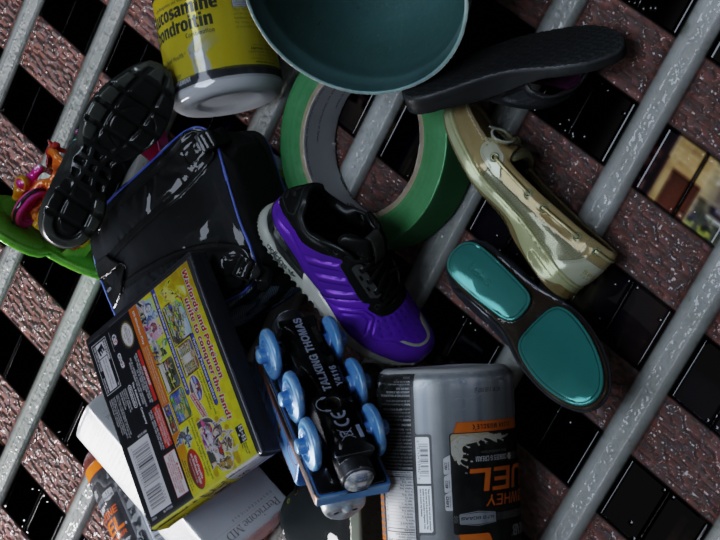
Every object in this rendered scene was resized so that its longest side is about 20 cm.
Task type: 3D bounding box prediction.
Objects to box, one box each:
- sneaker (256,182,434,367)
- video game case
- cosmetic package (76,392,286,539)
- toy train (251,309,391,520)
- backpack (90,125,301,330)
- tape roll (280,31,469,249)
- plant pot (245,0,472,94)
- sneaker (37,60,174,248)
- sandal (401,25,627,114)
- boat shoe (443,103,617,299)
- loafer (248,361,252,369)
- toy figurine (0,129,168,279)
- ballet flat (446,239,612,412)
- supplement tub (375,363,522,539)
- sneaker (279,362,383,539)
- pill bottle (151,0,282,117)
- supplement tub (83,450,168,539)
[{"bbox_3d":[0.000,0.000,1.578,0.200,0.070,0.100,44,141,-4],"label":"sneaker"},{"bbox_3d":[-0.166,0.112,1.616,0.181,0.025,0.200,-37,66,39],"label":"video game case"},{"bbox_3d":[-0.173,0.192,1.718,0.200,0.102,0.074,46,146,11],"label":"cosmetic package"},{"bbox_3d":[-0.035,0.127,1.545,0.114,0.087,0.200,98,154,-45],"label":"toy train"},{"bbox_3d":[-0.148,-0.021,1.704,0.200,0.147,0.183,-33,68,32],"label":"backpack"},{"bbox_3d":[0.014,-0.119,1.633,0.200,0.048,0.201,1,91,39],"label":"tape roll"},{"bbox_3d":[0.012,-0.272,1.533,0.200,0.134,0.200,10,128,13],"label":"plant pot"},{"bbox_3d":[-0.250,-0.118,1.694,0.200,0.075,0.079,-55,20,5],"label":"sneaker"},{"bbox_3d":[0.135,-0.165,1.514,0.200,0.075,0.048,-11,123,24],"label":"sandal"},{"bbox_3d":[0.143,-0.071,1.515,0.063,0.073,0.201,-39,67,20],"label":"boat shoe"},{"bbox_3d":[-0.170,0.104,1.776,0.200,0.070,0.070,24,98,36],"label":"loafer"},{"bbox_3d":[-0.280,-0.108,1.806,0.150,0.200,0.184,37,101,20],"label":"toy figurine"},{"bbox_3d":[0.151,0.049,1.511,0.200,0.073,0.073,47,119,30],"label":"ballet flat"},{"bbox_3d":[0.077,0.183,1.537,0.122,0.123,0.200,-4,89,40],"label":"supplement tub"},{"bbox_3d":[-0.026,0.183,1.652,0.106,0.075,0.200,4,94,37],"label":"sneaker"},{"bbox_3d":[-0.146,-0.257,1.722,0.112,0.112,0.200,-18,79,38],"label":"pill bottle"},{"bbox_3d":[-0.213,0.225,1.791,0.107,0.107,0.200,-41,65,33],"label":"supplement tub"}]
